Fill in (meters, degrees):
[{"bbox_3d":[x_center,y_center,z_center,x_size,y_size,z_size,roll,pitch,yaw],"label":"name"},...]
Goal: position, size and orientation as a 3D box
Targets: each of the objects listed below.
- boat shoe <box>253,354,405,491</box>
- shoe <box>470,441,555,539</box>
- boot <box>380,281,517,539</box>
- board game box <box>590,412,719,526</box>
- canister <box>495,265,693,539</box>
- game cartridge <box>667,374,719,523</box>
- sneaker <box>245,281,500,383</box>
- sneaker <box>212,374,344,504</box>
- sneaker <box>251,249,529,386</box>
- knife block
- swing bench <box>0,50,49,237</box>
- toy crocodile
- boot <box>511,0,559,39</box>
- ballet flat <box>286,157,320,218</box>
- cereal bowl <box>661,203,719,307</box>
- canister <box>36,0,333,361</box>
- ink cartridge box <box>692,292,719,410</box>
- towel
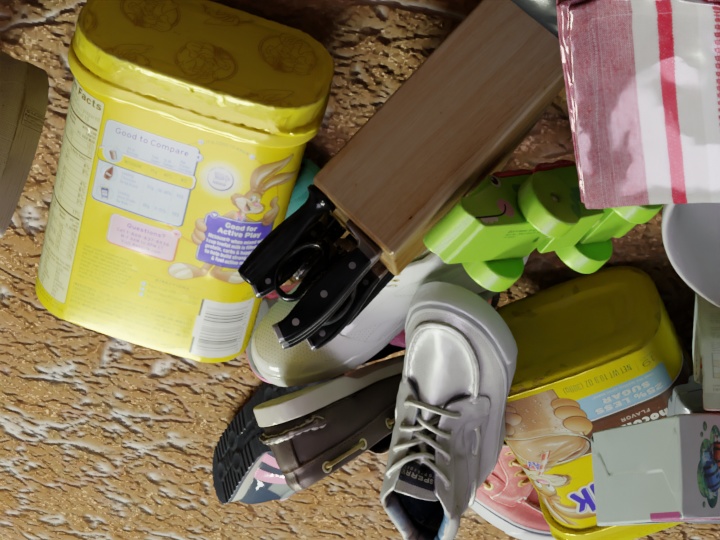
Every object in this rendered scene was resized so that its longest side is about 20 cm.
[{"bbox_3d":[0.005,0.095,1.313,0.071,0.060,0.199,-18,178,34],"label":"boat shoe"},{"bbox_3d":[0.113,0.139,1.476,0.199,0.072,0.091,31,148,-20],"label":"shoe"},{"bbox_3d":[0.052,0.100,1.240,0.073,0.096,0.201,14,146,19],"label":"boot"},{"bbox_3d":[0.259,0.120,1.204,0.198,0.065,0.147,-1,173,-13],"label":"board game box"},{"bbox_3d":[0.168,0.097,1.363,0.147,0.087,0.200,-20,137,13],"label":"canister"},{"bbox_3d":[0.302,0.109,1.326,0.198,0.041,0.134,-11,138,-6],"label":"game cartridge"},{"bbox_3d":[0.018,0.029,1.357,0.199,0.080,0.095,-15,164,33],"label":"sneaker"},{"bbox_3d":[-0.043,0.123,1.523,0.081,0.071,0.200,4,153,-28],"label":"sneaker"},{"bbox_3d":[0.000,0.000,1.242,0.199,0.074,0.116,-29,155,12],"label":"sneaker"},{"bbox_3d":[0.017,-0.047,1.094,0.064,0.175,0.200,43,131,8],"label":"knife block"},{"bbox_3d":[-0.304,-0.100,1.151,0.198,0.131,0.200,26,159,-23],"label":"swing bench"},{"bbox_3d":[0.110,-0.036,1.136,0.199,0.062,0.068,-10,152,-44],"label":"toy crocodile"},{"bbox_3d":[0.148,-0.172,1.010,0.164,0.066,0.200,-31,119,28],"label":"boot"},{"bbox_3d":[-0.109,-0.048,1.280,0.198,0.068,0.071,-3,126,18],"label":"ballet flat"},{"bbox_3d":[0.274,-0.048,1.130,0.198,0.084,0.201,8,147,5],"label":"cereal bowl"},{"bbox_3d":[-0.110,-0.053,1.171,0.147,0.087,0.201,17,128,-1],"label":"canister"},{"bbox_3d":[0.283,0.063,1.196,0.158,0.200,0.048,2,112,8],"label":"ink cartridge box"},{"bbox_3d":[0.204,-0.089,1.011,0.198,0.023,0.145,-1,133,15],"label":"towel"}]
